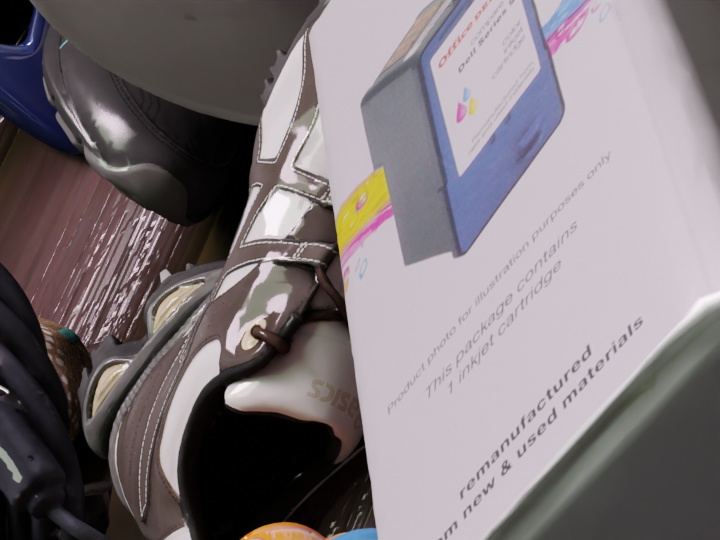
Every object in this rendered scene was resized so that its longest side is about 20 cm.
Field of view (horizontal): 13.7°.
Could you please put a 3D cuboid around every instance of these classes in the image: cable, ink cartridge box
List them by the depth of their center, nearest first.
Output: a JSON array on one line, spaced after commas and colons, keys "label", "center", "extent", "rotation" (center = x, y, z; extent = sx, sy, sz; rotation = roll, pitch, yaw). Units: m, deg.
[{"label": "ink cartridge box", "center": [0.076, 0.009, 0.537], "extent": [0.088, 0.145, 0.200], "rotation": [-48, 25, 24]}, {"label": "cable", "center": [-0.147, 0.074, 0.918], "extent": [0.051, 0.163, 0.200], "rotation": [-26, -17, -40]}]

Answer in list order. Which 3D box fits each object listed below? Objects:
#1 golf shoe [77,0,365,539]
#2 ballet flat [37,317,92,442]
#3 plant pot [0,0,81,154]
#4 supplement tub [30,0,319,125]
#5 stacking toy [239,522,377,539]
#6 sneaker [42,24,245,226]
[{"label": "golf shoe", "center": [0.000, 0.000, 0.807], "extent": [0.201, 0.077, 0.095], "rotation": [-59, 28, 21]}, {"label": "ballet flat", "center": [-0.153, 0.091, 1.022], "extent": [0.200, 0.071, 0.065], "rotation": [-45, -1, 22]}, {"label": "plant pot", "center": [-0.154, -0.184, 1.201], "extent": [0.201, 0.179, 0.200], "rotation": [-59, 23, -1]}, {"label": "supplement tub", "center": [-0.018, -0.160, 0.941], "extent": [0.144, 0.144, 0.201], "rotation": [-21, 42, 55]}, {"label": "stacking toy", "center": [-0.013, 0.102, 0.680], "extent": [0.116, 0.110, 0.200], "rotation": [-39, 14, 4]}, {"label": "sneaker", "center": [-0.058, -0.096, 1.032], "extent": [0.079, 0.075, 0.201], "rotation": [-42, 28, 28]}]
